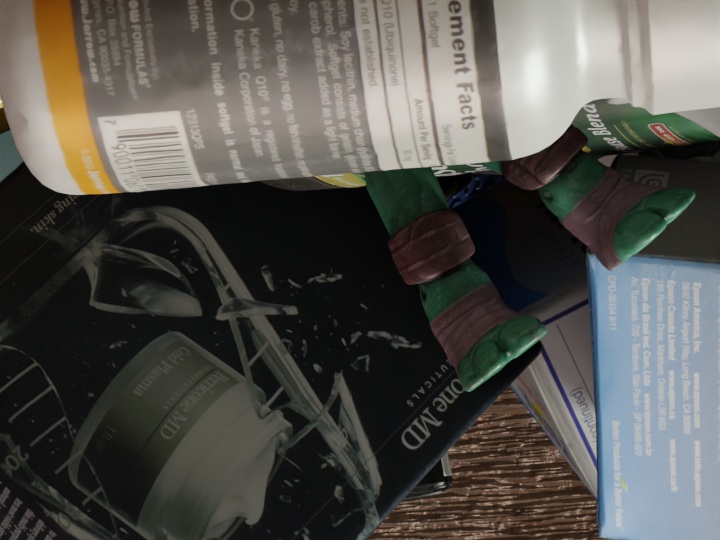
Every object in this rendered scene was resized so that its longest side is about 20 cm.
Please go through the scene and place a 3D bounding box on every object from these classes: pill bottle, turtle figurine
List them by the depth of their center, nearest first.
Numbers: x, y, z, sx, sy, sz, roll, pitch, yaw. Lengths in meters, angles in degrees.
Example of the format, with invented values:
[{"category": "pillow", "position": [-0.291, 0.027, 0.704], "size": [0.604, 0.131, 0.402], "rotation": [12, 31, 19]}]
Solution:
[{"category": "pill bottle", "position": [0.001, -0.085, 0.799], "size": [0.200, 0.117, 0.116], "rotation": [-5, 175, 5]}, {"category": "turtle figurine", "position": [0.008, -0.065, 0.936], "size": [0.150, 0.200, 0.101], "rotation": [-42, 179, 10]}]

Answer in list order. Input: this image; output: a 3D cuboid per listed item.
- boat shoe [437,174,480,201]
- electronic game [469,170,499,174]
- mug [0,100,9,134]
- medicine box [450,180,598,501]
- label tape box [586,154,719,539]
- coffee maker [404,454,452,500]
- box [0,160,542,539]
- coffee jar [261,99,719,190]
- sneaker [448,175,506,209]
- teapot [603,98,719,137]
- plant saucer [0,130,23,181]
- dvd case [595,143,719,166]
[{"category": "boat shoe", "position": [0.015, -0.049, 1.282], "size": [0.074, 0.060, 0.200], "rotation": [17, -163, 25]}, {"category": "electronic game", "position": [0.068, -0.066, 1.179], "size": [0.200, 0.042, 0.200], "rotation": [1, -166, 0]}, {"category": "mug", "position": [-0.212, -0.028, 1.119], "size": [0.186, 0.150, 0.153], "rotation": [10, -174, 14]}, {"category": "medicine box", "position": [0.153, -0.004, 1.224], "size": [0.200, 0.103, 0.182], "rotation": [-26, -164, -2]}, {"category": "label tape box", "position": [0.188, 0.039, 1.045], "size": [0.200, 0.144, 0.063], "rotation": [6, -140, 13]}, {"category": "coffee maker", "position": [-0.038, 0.036, 1.596], "size": [0.192, 0.200, 0.135], "rotation": [-1, 174, -30]}, {"category": "box", "position": [-0.074, 0.045, 1.118], "size": [0.200, 0.197, 0.124], "rotation": [-45, 178, -28]}, {"category": "coffee jar", "position": [0.041, -0.080, 1.033], "size": [0.200, 0.085, 0.104], "rotation": [-6, 171, 23]}, {"category": "sneaker", "position": [-0.018, -0.059, 1.363], "size": [0.200, 0.070, 0.078], "rotation": [5, 180, -44]}, {"category": "teapot", "position": [0.194, -0.073, 0.918], "size": [0.146, 0.197, 0.200], "rotation": [33, 171, 29]}, {"category": "plant saucer", "position": [-0.141, -0.005, 1.272], "size": [0.200, 0.200, 0.027], "rotation": [-6, -157, 19]}, {"category": "dvd case", "position": [0.193, -0.034, 1.086], "size": [0.200, 0.146, 0.022], "rotation": [-28, -153, 8]}]
